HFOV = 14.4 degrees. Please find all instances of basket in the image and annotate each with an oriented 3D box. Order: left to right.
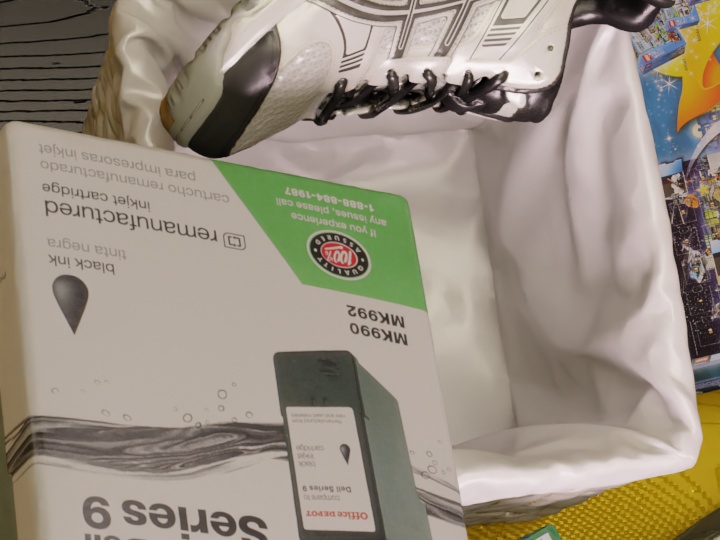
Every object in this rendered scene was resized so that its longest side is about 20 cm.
[{"bbox_3d":[0.000,0.000,1.081,0.197,0.161,0.201,-5,79,-17],"label":"basket"}]

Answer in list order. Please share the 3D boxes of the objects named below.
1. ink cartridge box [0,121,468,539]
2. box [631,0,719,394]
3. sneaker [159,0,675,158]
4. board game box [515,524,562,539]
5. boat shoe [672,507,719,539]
[{"bbox_3d":[-0.048,0.068,0.868,0.145,0.084,0.201,10,51,-26],"label":"ink cartridge box"},{"bbox_3d":[0.161,-0.058,1.169,0.136,0.038,0.201,-14,79,17],"label":"box"},{"bbox_3d":[0.027,-0.082,0.986,0.200,0.076,0.088,-32,86,-21],"label":"sneaker"},{"bbox_3d":[-0.025,0.160,1.049,0.200,0.135,0.029,-28,86,-20],"label":"board game box"},{"bbox_3d":[0.168,0.123,1.132,0.199,0.074,0.066,-22,92,-44],"label":"boat shoe"}]
